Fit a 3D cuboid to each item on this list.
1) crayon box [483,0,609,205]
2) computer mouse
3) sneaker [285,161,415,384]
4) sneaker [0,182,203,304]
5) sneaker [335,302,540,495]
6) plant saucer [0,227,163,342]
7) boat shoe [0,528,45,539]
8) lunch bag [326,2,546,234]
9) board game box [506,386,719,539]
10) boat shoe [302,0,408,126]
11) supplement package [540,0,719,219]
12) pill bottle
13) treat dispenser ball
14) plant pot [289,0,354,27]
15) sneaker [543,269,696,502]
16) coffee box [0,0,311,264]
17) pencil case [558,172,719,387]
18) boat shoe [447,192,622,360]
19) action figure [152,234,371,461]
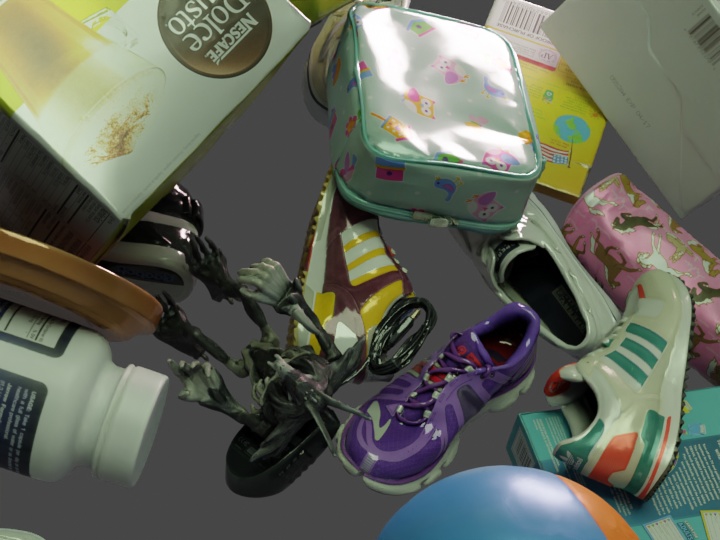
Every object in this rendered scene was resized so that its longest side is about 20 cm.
[{"bbox_3d":[0.142,-0.135,1.771,0.127,0.051,0.200,20,49,4],"label":"crayon box"},{"bbox_3d":[-0.018,0.093,1.525,0.200,0.034,0.059,-40,43,-13],"label":"computer mouse"},{"bbox_3d":[0.000,0.000,1.618,0.090,0.075,0.201,14,57,-4],"label":"sneaker"},{"bbox_3d":[-0.217,-0.044,1.606,0.199,0.073,0.112,16,46,-11],"label":"sneaker"},{"bbox_3d":[0.058,0.084,1.550,0.081,0.084,0.200,37,54,18],"label":"sneaker"},{"bbox_3d":[-0.237,0.008,1.483,0.200,0.200,0.032,18,78,2],"label":"plant saucer"},{"bbox_3d":[-0.295,0.190,1.378,0.201,0.086,0.075,-4,52,-15],"label":"boat shoe"},{"bbox_3d":[0.058,-0.114,1.637,0.160,0.077,0.200,11,43,-16],"label":"lunch bag"},{"bbox_3d":[0.225,0.165,1.546,0.199,0.047,0.151,-6,52,-18],"label":"board game box"},{"bbox_3d":[0.008,-0.209,1.767,0.074,0.086,0.202,20,49,4],"label":"boat shoe"},{"bbox_3d":[0.277,-0.177,1.722,0.111,0.156,0.200,-30,82,-43],"label":"supplement package"},{"bbox_3d":[-0.239,0.081,1.465,0.199,0.111,0.111,18,49,2],"label":"pill bottle"},{"bbox_3d":[0.094,0.226,1.364,0.200,0.201,0.201,7,50,-8],"label":"treat dispenser ball"},{"bbox_3d":[-0.104,-0.258,1.657,0.182,0.199,0.200,61,28,-7],"label":"plant pot"},{"bbox_3d":[0.185,0.069,1.538,0.093,0.070,0.200,17,51,-6],"label":"sneaker"},{"bbox_3d":[-0.187,-0.141,1.474,0.198,0.200,0.200,44,68,-4],"label":"coffee box"},{"bbox_3d":[0.244,0.008,1.657,0.200,0.083,0.086,40,24,20],"label":"pencil case"},{"bbox_3d":[0.125,-0.012,1.639,0.200,0.074,0.065,45,14,24],"label":"boat shoe"},{"bbox_3d":[-0.079,0.055,1.493,0.119,0.102,0.200,-51,45,-4],"label":"action figure"}]
